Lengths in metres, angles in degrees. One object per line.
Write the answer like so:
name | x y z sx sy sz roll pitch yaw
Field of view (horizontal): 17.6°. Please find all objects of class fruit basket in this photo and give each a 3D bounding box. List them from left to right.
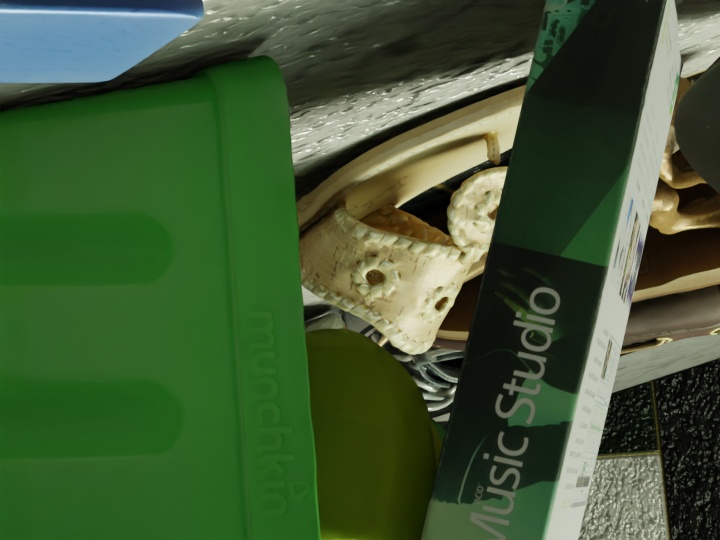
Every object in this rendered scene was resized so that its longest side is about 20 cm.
fruit basket | -0.036 0.057 0.648 0.215 0.216 0.155 -13 171 -30

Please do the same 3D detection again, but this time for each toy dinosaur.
toy dinosaur | 0.092 -0.034 0.903 0.106 0.060 0.200 2 153 -30

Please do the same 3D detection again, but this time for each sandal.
sandal | 0.003 0.000 0.832 0.212 0.070 0.078 -22 172 28

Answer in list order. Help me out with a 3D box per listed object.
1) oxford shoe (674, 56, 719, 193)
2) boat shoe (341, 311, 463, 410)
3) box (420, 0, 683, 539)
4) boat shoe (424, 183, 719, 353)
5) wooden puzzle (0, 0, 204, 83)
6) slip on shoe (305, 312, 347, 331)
oxford shoe | 0.172 -0.087 0.684 0.071 0.071 0.200 -48 -170 -35
boat shoe | 0.045 0.034 1.177 0.074 0.068 0.199 -14 172 -21
box | 0.054 0.021 0.661 0.036 0.200 0.144 11 176 10
boat shoe | 0.106 0.006 0.967 0.200 0.070 0.070 -7 146 25
wooden puzzle | -0.056 -0.064 0.329 0.200 0.046 0.185 -23 171 36
slip on shoe | -0.031 0.075 1.147 0.074 0.061 0.200 -24 -162 6
